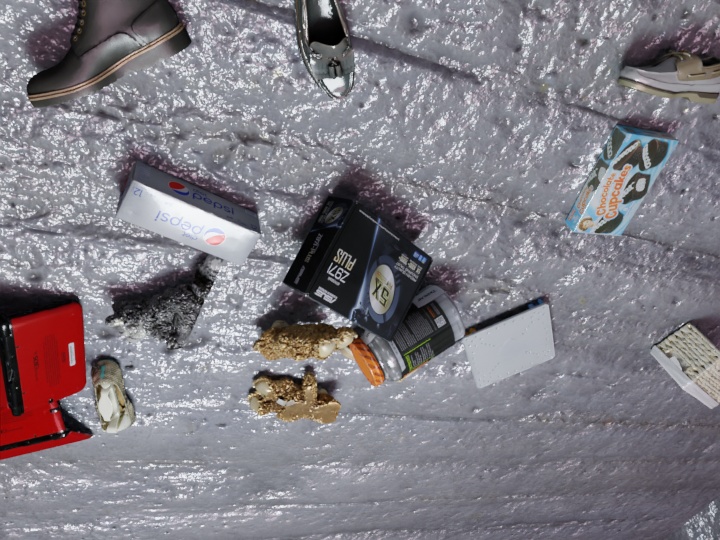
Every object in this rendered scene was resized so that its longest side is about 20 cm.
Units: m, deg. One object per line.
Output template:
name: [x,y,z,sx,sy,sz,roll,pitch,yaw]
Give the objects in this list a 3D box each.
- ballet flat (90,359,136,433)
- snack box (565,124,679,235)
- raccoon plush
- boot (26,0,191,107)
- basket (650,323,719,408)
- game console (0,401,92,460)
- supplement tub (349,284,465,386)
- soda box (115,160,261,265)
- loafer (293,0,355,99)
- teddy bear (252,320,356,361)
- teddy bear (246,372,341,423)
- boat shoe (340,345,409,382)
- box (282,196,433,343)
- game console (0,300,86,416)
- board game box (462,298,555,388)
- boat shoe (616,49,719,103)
ballet flat: [-0.470,0.257,0.998,0.067,0.076,0.202,-4,130,-14]
snack box: [0.471,-0.157,0.965,0.115,0.037,0.201,2,128,-18]
raccoon plush: [-0.329,0.038,0.881,0.133,0.097,0.202,25,89,-17]
boot: [-0.318,-0.288,0.607,0.199,0.078,0.139,-30,128,-9]
basket: [0.862,0.241,1.348,0.199,0.136,0.124,28,114,-34]
game console: [-0.647,0.286,1.008,0.198,0.119,0.174,-12,100,-7]
supplement tub: [0.085,0.124,0.995,0.199,0.123,0.123,-29,133,-15]
soda box: [-0.252,-0.082,0.793,0.199,0.064,0.068,23,118,-31]
loafer: [-0.048,-0.305,0.670,0.071,0.063,0.201,-17,131,-2]
teddy bear: [-0.103,0.120,0.951,0.144,0.199,0.068,-18,98,-35]
teddy bear: [-0.141,0.270,1.125,0.198,0.067,0.146,0,119,-9]
boat shoe: [0.033,0.192,1.097,0.199,0.074,0.069,23,113,-32]
box: [0.000,0.000,0.876,0.199,0.086,0.165,34,82,-35]
game console: [-0.569,0.126,0.881,0.171,0.118,0.202,-20,136,-44]
board game box: [0.336,0.169,1.201,0.198,0.026,0.201,-23,132,2]
boat shoe: [0.489,-0.309,0.830,0.198,0.075,0.069,-4,124,-23]
